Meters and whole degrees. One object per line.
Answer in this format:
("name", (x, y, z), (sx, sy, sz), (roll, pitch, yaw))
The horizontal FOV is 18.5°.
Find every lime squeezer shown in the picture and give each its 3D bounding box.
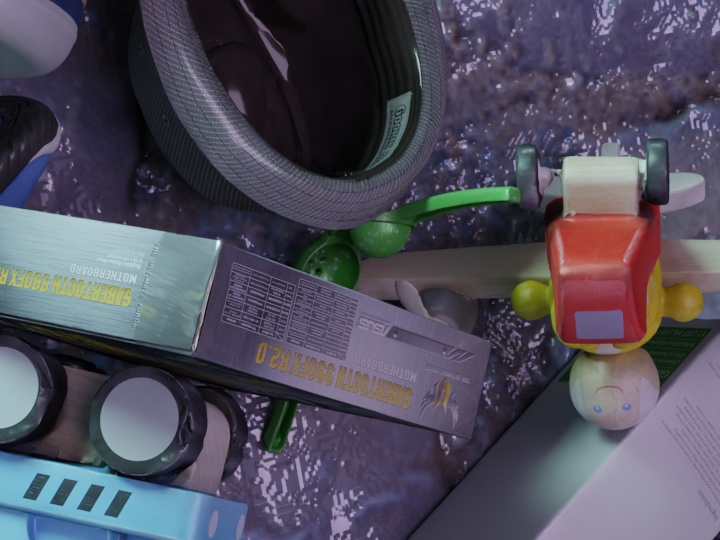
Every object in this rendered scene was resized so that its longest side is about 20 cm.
("lime squeezer", (0.000, 0.000, 1.058), (0.038, 0.200, 0.071), (24, 38, -27))

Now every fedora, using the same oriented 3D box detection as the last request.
("fedora", (-0.049, -0.108, 1.038), (0.176, 0.090, 0.201), (-21, 88, -43))

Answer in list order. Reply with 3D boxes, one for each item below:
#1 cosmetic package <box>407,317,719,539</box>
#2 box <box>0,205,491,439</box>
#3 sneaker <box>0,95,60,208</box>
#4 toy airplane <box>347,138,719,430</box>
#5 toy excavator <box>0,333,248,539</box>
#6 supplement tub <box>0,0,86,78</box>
("cosmetic package", (0.120, 0.120, 1.138), (0.200, 0.107, 0.085), (-44, 111, -24))
("box", (-0.062, 0.023, 0.967), (0.200, 0.158, 0.049), (21, 81, -52))
("sneaker", (-0.200, 0.004, 0.981), (0.200, 0.076, 0.077), (-52, 137, -21))
("toy airplane", (0.122, 0.007, 1.094), (0.198, 0.200, 0.142), (-5, 93, -37))
("toy excavator", (-0.097, 0.144, 0.966), (0.193, 0.100, 0.201), (11, 85, 12))
("supplement tub", (-0.168, -0.197, 0.947), (0.144, 0.144, 0.201), (20, 80, -29))
